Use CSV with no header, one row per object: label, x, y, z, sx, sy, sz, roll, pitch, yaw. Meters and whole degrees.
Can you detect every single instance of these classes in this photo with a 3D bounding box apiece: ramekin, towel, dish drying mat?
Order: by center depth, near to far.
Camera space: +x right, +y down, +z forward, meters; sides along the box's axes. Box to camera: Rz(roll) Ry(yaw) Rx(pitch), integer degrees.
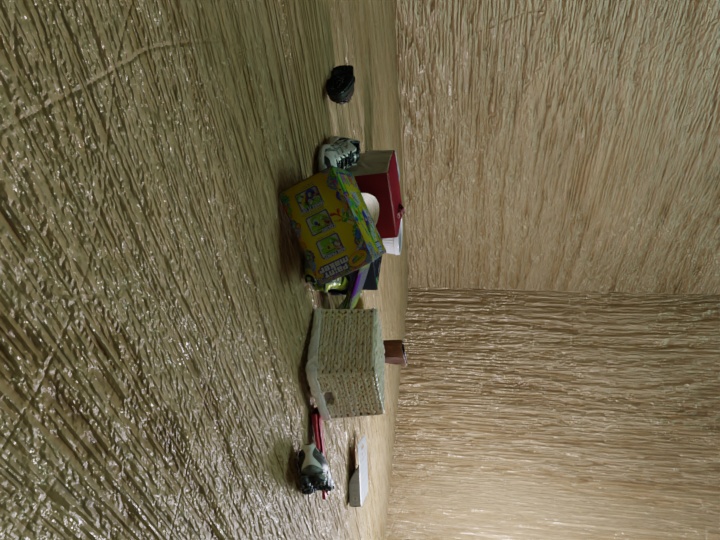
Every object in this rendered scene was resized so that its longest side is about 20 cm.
dish drying mat,-0.093,0.434,1.316,0.077,0.018,0.203,-117,-160,-89
towel,0.000,0.000,1.370,0.144,0.023,0.202,-44,151,-74
ramekin,0.123,-0.170,2.401,0.200,0.104,0.203,2,90,-80

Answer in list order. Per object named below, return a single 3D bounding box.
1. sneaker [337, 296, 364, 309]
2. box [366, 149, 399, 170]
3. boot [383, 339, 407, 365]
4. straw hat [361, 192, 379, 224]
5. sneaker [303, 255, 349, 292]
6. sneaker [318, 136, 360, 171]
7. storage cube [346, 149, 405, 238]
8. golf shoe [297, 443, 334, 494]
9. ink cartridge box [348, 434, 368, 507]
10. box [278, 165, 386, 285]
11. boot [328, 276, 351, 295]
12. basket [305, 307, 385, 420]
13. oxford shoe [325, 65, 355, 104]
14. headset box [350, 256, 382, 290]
sneaker,-0.042,0.159,1.504,0.088,0.075,0.202,-36,145,-86
box,0.090,-0.396,2.136,0.200,0.115,0.061,55,37,-73
boot,0.044,0.265,1.669,0.069,0.197,0.190,-77,165,-50
straw hat,-0.052,-0.131,1.353,0.200,0.085,0.202,-33,145,-26
sneaker,-0.085,0.016,1.272,0.200,0.075,0.077,41,59,-61
sneaker,-0.048,-0.279,1.348,0.201,0.087,0.076,-74,165,-51
storage cube,0.014,-0.200,1.463,0.172,0.197,0.181,-73,156,-57
golf shoe,-0.098,0.434,1.203,0.201,0.077,0.095,98,-17,-60
ink cartridge box,-0.010,0.686,1.896,0.160,0.047,0.203,25,62,-79
box,-0.047,-0.092,1.113,0.194,0.121,0.200,66,11,-1
boot,-0.050,-0.008,1.468,0.200,0.076,0.140,52,35,-77
basket,-0.028,0.220,1.301,0.199,0.159,0.201,79,11,-45
oxford shoe,-0.045,-0.470,1.439,0.201,0.072,0.085,-75,165,-55
headset box,0.013,-0.057,1.772,0.175,0.092,0.201,81,14,-44
